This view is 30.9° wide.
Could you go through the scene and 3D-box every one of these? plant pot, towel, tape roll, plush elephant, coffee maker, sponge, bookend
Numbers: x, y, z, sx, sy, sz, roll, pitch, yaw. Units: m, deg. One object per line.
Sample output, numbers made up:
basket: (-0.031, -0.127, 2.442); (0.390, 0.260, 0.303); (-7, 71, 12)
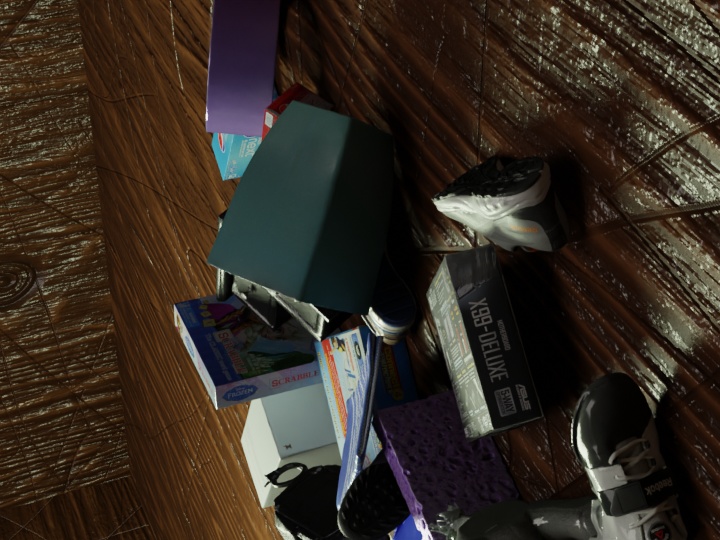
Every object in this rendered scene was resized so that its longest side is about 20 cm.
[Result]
plant pot: (-0.050, -0.074, 1.437); (0.140, 0.141, 0.203); (19, 92, 33)
towel: (-0.004, 0.172, 1.442); (0.201, 0.023, 0.147); (102, 176, -62)
tape roll: (-0.150, -0.275, 1.674); (0.200, 0.084, 0.203); (-175, 90, -84)
plush elephant: (0.145, 0.299, 1.180); (0.199, 0.163, 0.157); (-5, 111, 65)
coffee maker: (-0.015, 0.354, 1.645); (0.202, 0.133, 0.192); (66, 175, -27)
sponge: (0.097, 0.217, 1.328); (0.030, 0.110, 0.202); (106, 146, -50)
bookend: (-0.087, 0.021, 1.671); (0.198, 0.092, 0.201); (42, 152, 17)

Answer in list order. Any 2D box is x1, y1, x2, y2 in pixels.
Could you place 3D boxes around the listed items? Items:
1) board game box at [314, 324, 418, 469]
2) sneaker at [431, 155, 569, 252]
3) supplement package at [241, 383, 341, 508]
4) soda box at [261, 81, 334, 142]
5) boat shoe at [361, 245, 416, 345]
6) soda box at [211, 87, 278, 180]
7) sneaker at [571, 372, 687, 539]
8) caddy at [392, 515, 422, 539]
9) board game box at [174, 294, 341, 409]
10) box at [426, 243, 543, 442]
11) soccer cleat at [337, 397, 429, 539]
board game box: (0.015, 0.171, 1.618); (0.196, 0.055, 0.203); (157, 100, -71)
sneaker: (0.123, -0.053, 1.154); (0.080, 0.074, 0.200); (57, 172, -14)
supplement package: (-0.094, 0.243, 1.882); (0.201, 0.116, 0.118); (111, 143, -59)
soda box: (-0.088, -0.140, 1.671); (0.063, 0.070, 0.201); (33, 143, 15)
boat shoe: (0.000, 0.000, 1.530); (0.073, 0.071, 0.202); (107, 146, -55)
soda box: (-0.169, -0.213, 1.894); (0.200, 0.063, 0.069); (116, 138, -61)
sneaker: (0.221, 0.176, 1.019); (0.088, 0.073, 0.202); (40, 148, 60)
caddy: (0.100, 0.318, 1.401); (0.201, 0.103, 0.143); (117, 159, -58)
board game box: (-0.134, 0.093, 1.778); (0.200, 0.197, 0.042); (-127, 31, -49)
box: (0.111, 0.074, 1.220); (0.200, 0.049, 0.160); (98, 157, -79)
soccer cleat: (0.036, 0.221, 1.382); (0.068, 0.200, 0.073); (37, 141, 4)
